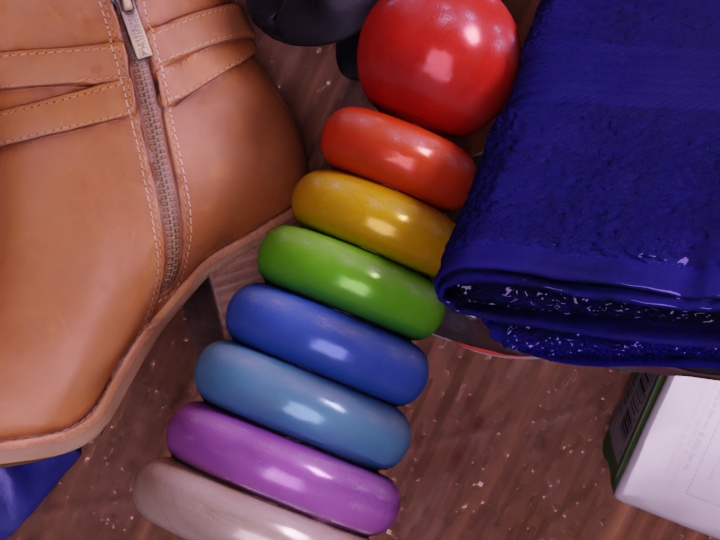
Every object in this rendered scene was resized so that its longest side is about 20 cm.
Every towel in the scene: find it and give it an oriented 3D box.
[{"bbox_3d":[0.119,-0.051,0.809,0.147,0.201,0.050,5,139,21],"label":"towel"}]

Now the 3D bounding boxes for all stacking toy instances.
[{"bbox_3d":[0.000,0.000,0.843,0.085,0.085,0.201,22,87,-4],"label":"stacking toy"}]

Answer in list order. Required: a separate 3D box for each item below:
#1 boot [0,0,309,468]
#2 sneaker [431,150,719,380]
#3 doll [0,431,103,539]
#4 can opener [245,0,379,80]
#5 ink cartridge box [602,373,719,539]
[{"bbox_3d":[-0.110,-0.022,0.868,0.199,0.074,0.156,-21,99,-31],"label":"boot"},{"bbox_3d":[0.071,-0.004,0.852,0.199,0.082,0.078,5,94,36],"label":"sneaker"},{"bbox_3d":[-0.190,0.095,0.941,0.200,0.048,0.136,-44,99,9],"label":"doll"},{"bbox_3d":[0.019,-0.162,0.866,0.063,0.078,0.201,30,105,34],"label":"can opener"},{"bbox_3d":[0.196,0.061,0.913,0.199,0.059,0.104,22,105,-4],"label":"ink cartridge box"}]
